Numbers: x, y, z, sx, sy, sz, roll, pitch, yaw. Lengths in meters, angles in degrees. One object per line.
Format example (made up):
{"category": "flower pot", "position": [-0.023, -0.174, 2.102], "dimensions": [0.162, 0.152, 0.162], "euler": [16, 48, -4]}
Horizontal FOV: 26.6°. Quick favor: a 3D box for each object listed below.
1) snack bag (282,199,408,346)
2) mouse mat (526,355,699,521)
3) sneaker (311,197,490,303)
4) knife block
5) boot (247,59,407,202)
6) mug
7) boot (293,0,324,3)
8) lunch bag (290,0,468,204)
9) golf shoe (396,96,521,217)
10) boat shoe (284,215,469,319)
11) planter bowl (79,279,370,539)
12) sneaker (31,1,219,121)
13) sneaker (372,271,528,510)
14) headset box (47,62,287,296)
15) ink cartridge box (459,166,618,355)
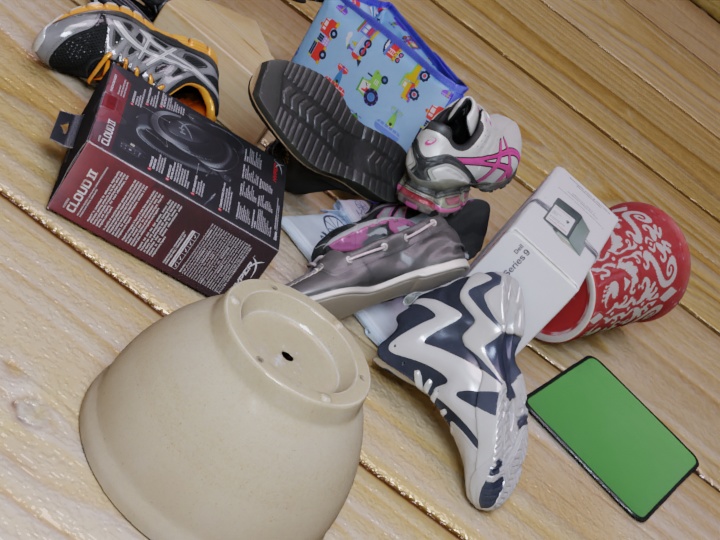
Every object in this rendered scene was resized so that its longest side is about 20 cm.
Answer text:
{"category": "snack bag", "position": [0.028, 0.002, 1.453], "dimensions": [0.189, 0.021, 0.199], "euler": [50, 29, 21]}
{"category": "mouse mat", "position": [0.249, 0.160, 1.498], "dimensions": [0.161, 0.008, 0.200], "euler": [46, 27, 14]}
{"category": "sneaker", "position": [0.025, -0.027, 1.413], "dimensions": [0.199, 0.081, 0.086], "euler": [-13, 25, -42]}
{"category": "knife block", "position": [-0.175, -0.225, 1.506], "dimensions": [0.174, 0.064, 0.201], "euler": [16, 35, -36]}
{"category": "boot", "position": [-0.065, -0.116, 1.385], "dimensions": [0.200, 0.137, 0.078], "euler": [40, 63, -40]}
{"category": "mug", "position": [0.230, 0.004, 1.619], "dimensions": [0.176, 0.135, 0.199], "euler": [8, 14, 35]}
{"category": "boot", "position": [-0.089, -0.315, 1.628], "dimensions": [0.198, 0.066, 0.165], "euler": [5, 5, -10]}
{"category": "lunch bag", "position": [0.017, -0.164, 1.526], "dimensions": [0.094, 0.151, 0.200], "euler": [7, 33, -46]}
{"category": "golf shoe", "position": [0.106, -0.119, 1.416], "dimensions": [0.072, 0.093, 0.200], "euler": [25, 29, 18]}
{"category": "boat shoe", "position": [0.000, 0.000, 1.313], "dimensions": [0.198, 0.067, 0.057], "euler": [-14, 71, -26]}
{"category": "planter bowl", "position": [-0.075, 0.094, 1.057], "dimensions": [0.199, 0.135, 0.201], "euler": [30, 28, -18]}
{"category": "sneaker", "position": [-0.206, -0.184, 1.397], "dimensions": [0.199, 0.078, 0.078], "euler": [9, 51, -39]}
{"category": "sneaker", "position": [0.070, 0.103, 1.297], "dimensions": [0.079, 0.128, 0.202], "euler": [17, 70, -62]}
{"category": "headset box", "position": [-0.165, -0.077, 1.274], "dimensions": [0.199, 0.077, 0.149], "euler": [28, 28, -17]}
{"category": "ink cartridge box", "position": [0.149, 0.005, 1.419], "dimensions": [0.084, 0.146, 0.200], "euler": [41, 28, 2]}
